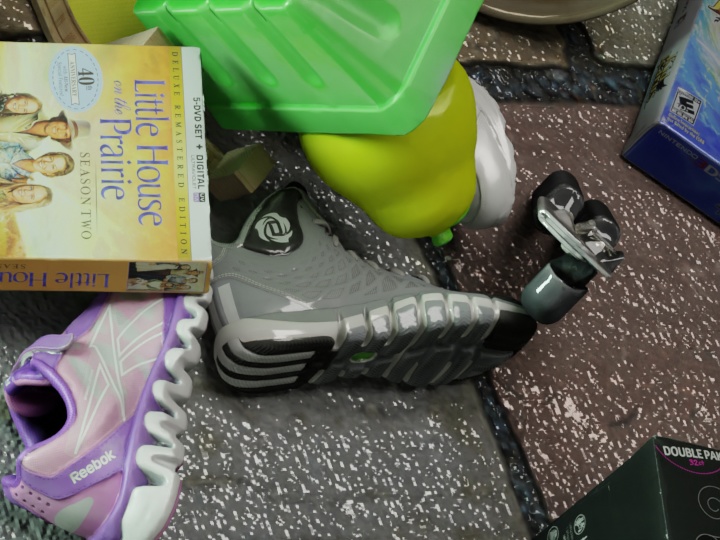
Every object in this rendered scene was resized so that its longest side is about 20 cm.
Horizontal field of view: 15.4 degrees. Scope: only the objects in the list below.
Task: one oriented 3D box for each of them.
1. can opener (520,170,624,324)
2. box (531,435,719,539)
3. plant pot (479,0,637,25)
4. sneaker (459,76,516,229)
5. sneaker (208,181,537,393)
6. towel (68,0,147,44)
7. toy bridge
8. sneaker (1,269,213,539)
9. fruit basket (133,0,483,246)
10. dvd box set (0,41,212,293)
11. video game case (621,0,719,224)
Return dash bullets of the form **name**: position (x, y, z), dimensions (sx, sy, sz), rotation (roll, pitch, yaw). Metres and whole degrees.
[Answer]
- **can opener**: position (0.110, -0.014, 1.505), dimensions (0.053, 0.067, 0.200), rotation (42, 7, -2)
- **box**: position (0.212, 0.196, 1.414), dimensions (0.200, 0.124, 0.149), rotation (14, 52, -26)
- **plant pot**: position (0.114, -0.282, 1.676), dimensions (0.200, 0.200, 0.174), rotation (23, 30, -21)
- **sneaker**: position (0.005, -0.093, 1.526), dimensions (0.099, 0.078, 0.200), rotation (-26, 67, -37)
- **sneaker**: position (0.000, 0.000, 1.445), dimensions (0.200, 0.075, 0.116), rotation (-1, 57, -35)
- **towel**: position (-0.164, -0.187, 1.508), dimensions (0.086, 0.018, 0.200), rotation (-11, 67, -35)
- **toy bridge**: position (-0.127, -0.111, 1.424), dimensions (0.200, 0.067, 0.027), rotation (51, 57, -21)
- **sneaker**: position (-0.129, 0.049, 1.315), dimensions (0.088, 0.080, 0.200), rotation (18, 50, -14)
- **fruit basket**: position (0.005, -0.117, 1.416), dimensions (0.216, 0.216, 0.156), rotation (29, 77, -15)
- **dvd box set**: position (-0.176, -0.053, 1.330), dimensions (0.200, 0.029, 0.146), rotation (1, 52, -8)
- **video game case**: position (0.280, -0.086, 1.731), dimensions (0.200, 0.045, 0.181), rotation (34, 44, -10)
